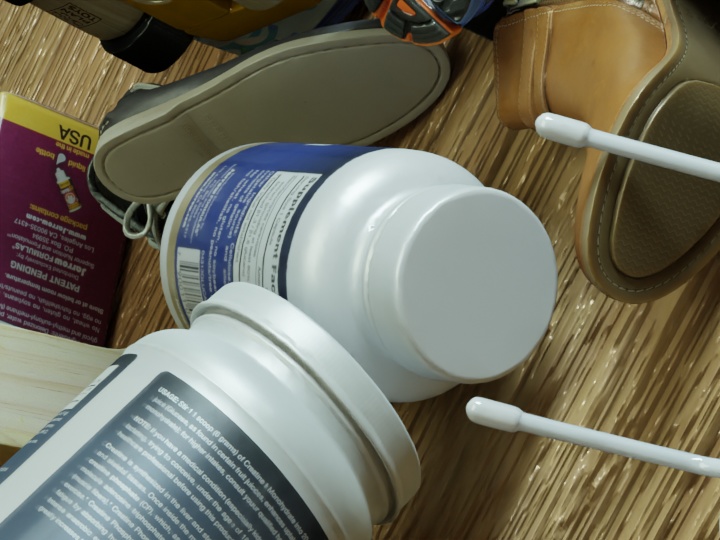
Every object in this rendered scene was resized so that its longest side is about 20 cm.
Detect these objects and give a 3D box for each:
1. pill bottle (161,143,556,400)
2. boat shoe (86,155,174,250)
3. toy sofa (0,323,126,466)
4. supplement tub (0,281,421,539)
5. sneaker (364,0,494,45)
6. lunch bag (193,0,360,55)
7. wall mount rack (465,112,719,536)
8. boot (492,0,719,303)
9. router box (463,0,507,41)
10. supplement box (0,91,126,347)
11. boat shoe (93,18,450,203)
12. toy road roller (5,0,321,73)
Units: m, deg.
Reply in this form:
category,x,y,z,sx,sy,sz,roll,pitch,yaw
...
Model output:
category,x,y,z,sx,sy,sz,roll,pitch,yaw
pill bottle,0.000,0.000,1.206,0.200,0.111,0.112,8,79,59
boat shoe,-0.089,-0.039,1.430,0.199,0.068,0.074,28,97,60
toy sofa,-0.198,0.080,1.407,0.083,0.199,0.098,-23,59,52
supplement tub,-0.085,0.115,1.115,0.200,0.141,0.140,-43,23,-21
sneaker,0.053,-0.200,1.169,0.075,0.078,0.201,25,110,20
lunch bag,-0.046,-0.218,1.453,0.161,0.082,0.201,-46,40,31
wall mount rack,0.139,0.014,0.999,0.173,0.074,0.201,6,76,43
boot,0.100,-0.075,1.135,0.155,0.076,0.201,-8,63,55
router box,0.021,-0.208,1.225,0.150,0.199,0.051,-56,34,20
supplement box,-0.215,0.014,1.569,0.131,0.103,0.201,-16,58,54
boat shoe,-0.046,-0.095,1.352,0.199,0.073,0.063,-18,39,23
toy road roller,-0.101,-0.200,1.347,0.199,0.122,0.147,-11,61,49
